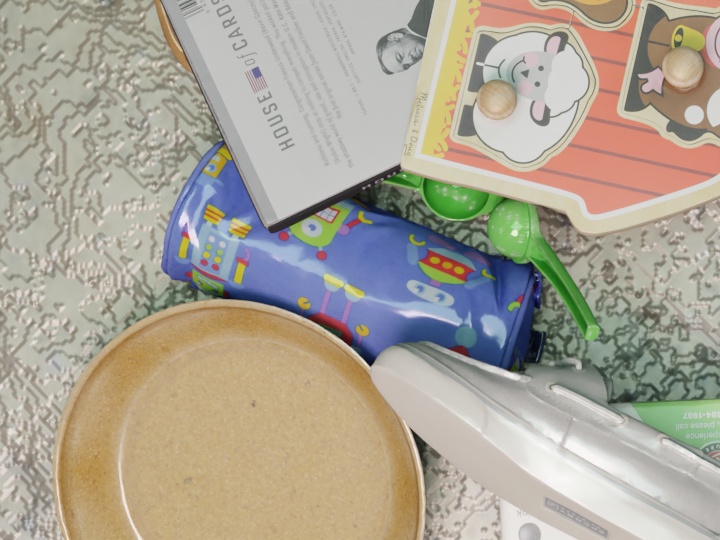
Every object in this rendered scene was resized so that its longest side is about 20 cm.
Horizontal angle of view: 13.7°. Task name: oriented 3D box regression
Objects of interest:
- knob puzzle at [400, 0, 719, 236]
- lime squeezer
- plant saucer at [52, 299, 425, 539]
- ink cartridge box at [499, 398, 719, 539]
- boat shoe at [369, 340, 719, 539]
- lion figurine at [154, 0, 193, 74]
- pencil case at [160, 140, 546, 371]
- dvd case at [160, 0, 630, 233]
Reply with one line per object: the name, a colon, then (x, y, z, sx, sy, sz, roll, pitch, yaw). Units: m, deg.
knob puzzle: (0.133, -0.114, 1.444, 0.219, 0.030, 0.221, -1, 80, 5)
lime squeezer: (0.057, -0.029, 1.489, 0.200, 0.071, 0.038, 32, 109, 27)
plant saucer: (-0.059, 0.109, 1.533, 0.199, 0.035, 0.201, 3, 103, 15)
ink cartridge box: (0.146, 0.166, 1.494, 0.145, 0.084, 0.201, -3, 86, 9)
boat shoe: (0.102, 0.080, 1.434, 0.200, 0.072, 0.069, 28, 69, 16)
lion figurine: (-0.029, -0.125, 1.542, 0.199, 0.072, 0.123, 2, 94, 14)
pencil case: (0.000, 0.000, 1.526, 0.199, 0.078, 0.087, 23, 64, 9)
dvd case: (0.013, -0.127, 1.485, 0.199, 0.025, 0.151, -25, 79, 1)
